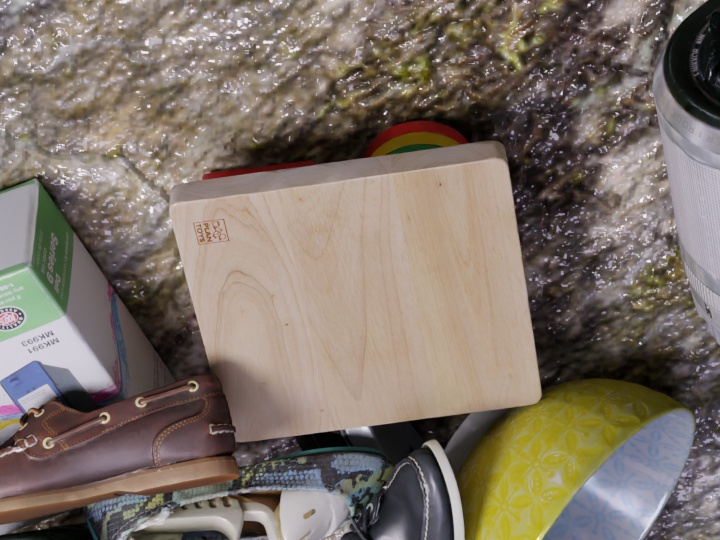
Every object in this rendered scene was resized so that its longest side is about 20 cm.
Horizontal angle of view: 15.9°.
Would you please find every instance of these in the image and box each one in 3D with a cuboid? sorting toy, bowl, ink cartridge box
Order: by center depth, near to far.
[{"bbox_3d":[0.000,0.000,1.570,0.198,0.070,0.200,-8,131,4],"label":"sorting toy"},{"bbox_3d":[-0.218,0.059,1.604,0.145,0.088,0.200,-19,132,14],"label":"ink cartridge box"},{"bbox_3d":[0.113,0.140,1.659,0.108,0.200,0.200,36,135,23],"label":"bowl"}]

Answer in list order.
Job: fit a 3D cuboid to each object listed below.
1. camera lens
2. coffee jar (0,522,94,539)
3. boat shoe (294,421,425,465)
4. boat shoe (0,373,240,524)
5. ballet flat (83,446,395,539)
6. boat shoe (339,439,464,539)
[{"bbox_3d":[0.255,-0.057,1.468,0.160,0.160,0.200,-10,131,7],"label":"camera lens"},{"bbox_3d":[-0.198,0.206,1.634,0.104,0.086,0.200,-7,176,10],"label":"coffee jar"},{"bbox_3d":[0.025,0.160,1.712,0.068,0.074,0.199,-24,126,22],"label":"boat shoe"},{"bbox_3d":[-0.174,0.110,1.555,0.199,0.071,0.070,-12,172,-3],"label":"boat shoe"},{"bbox_3d":[-0.071,0.156,1.612,0.199,0.074,0.074,-6,132,-10],"label":"ballet flat"},{"bbox_3d":[0.017,0.179,1.620,0.066,0.075,0.200,-11,149,-17],"label":"boat shoe"}]
